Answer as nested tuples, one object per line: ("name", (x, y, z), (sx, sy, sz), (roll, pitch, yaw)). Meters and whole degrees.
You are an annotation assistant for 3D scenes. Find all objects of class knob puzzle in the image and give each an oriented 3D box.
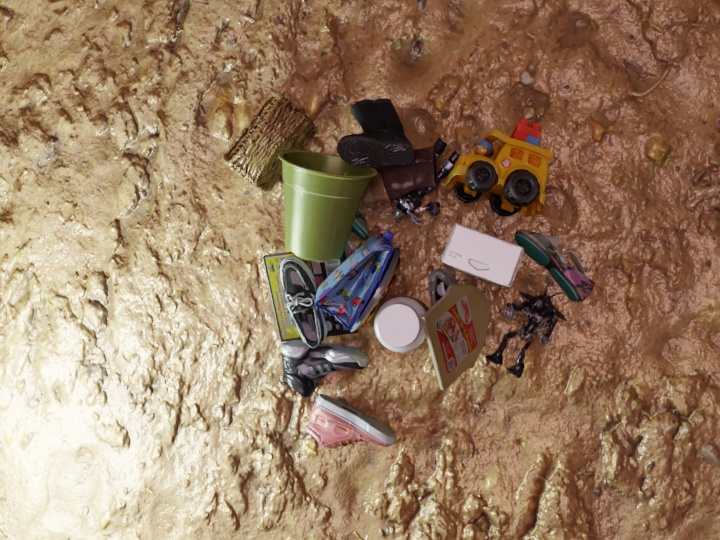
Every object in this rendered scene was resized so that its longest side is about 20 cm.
("knob puzzle", (0.200, 0.115, 1.472), (0.030, 0.218, 0.222), (10, 89, 45))

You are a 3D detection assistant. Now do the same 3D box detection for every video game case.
("video game case", (-0.108, 0.051, 1.574), (0.179, 0.026, 0.202), (-7, 106, 10))

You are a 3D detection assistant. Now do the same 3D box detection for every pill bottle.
("pill bottle", (0.089, 0.111, 1.477), (0.111, 0.200, 0.114), (0, 88, 10))

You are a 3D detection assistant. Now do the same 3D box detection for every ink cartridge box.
("ink cartridge box", (0.250, -0.025, 1.454), (0.145, 0.200, 0.084), (21, 91, 10))

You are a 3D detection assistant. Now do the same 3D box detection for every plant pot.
("plant pot", (-0.082, -0.126, 1.451), (0.198, 0.200, 0.192), (16, 110, 11))

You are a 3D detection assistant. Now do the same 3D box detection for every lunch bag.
("lunch bag", (0.000, 0.000, 1.458), (0.094, 0.151, 0.201), (35, 97, -7))

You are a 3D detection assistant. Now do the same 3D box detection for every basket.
("basket", (-0.219, -0.297, 1.582), (0.149, 0.143, 0.200), (40, 94, 9))

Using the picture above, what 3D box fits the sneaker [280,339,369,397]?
("sneaker", (-0.082, 0.220, 1.572), (0.198, 0.075, 0.115), (7, 98, 7))

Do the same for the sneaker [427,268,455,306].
("sneaker", (0.186, 0.094, 1.522), (0.074, 0.081, 0.202), (-18, 86, 7))

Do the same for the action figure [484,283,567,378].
("action figure", (0.347, 0.119, 1.481), (0.118, 0.102, 0.201), (31, 95, 22))

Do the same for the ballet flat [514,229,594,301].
("ballet flat", (0.410, -0.025, 1.499), (0.071, 0.069, 0.200), (-42, 85, -12))

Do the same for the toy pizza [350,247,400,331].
("toy pizza", (0.037, 0.044, 1.495), (0.032, 0.200, 0.201), (30, 93, -5))

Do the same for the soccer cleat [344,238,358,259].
("soccer cleat", (-0.056, -0.069, 1.583), (0.069, 0.078, 0.200), (-35, 101, 18))

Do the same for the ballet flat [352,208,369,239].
("ballet flat", (-0.045, -0.151, 1.585), (0.199, 0.074, 0.074), (37, 94, 6))

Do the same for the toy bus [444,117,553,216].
("toy bus", (0.294, -0.226, 1.481), (0.198, 0.136, 0.194), (17, 83, -4))

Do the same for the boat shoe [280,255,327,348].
("boat shoe", (-0.126, 0.069, 1.527), (0.073, 0.068, 0.201), (-12, 98, 9))

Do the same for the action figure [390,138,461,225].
("action figure", (0.136, -0.183, 1.553), (0.130, 0.069, 0.200), (40, 99, 3))

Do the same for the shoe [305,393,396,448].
("shoe", (-0.024, 0.353, 1.556), (0.199, 0.071, 0.092), (25, 93, 16))

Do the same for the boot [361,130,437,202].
("boot", (0.081, -0.237, 1.529), (0.165, 0.072, 0.202), (-13, 57, 17))

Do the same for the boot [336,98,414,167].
("boot", (0.013, -0.297, 1.490), (0.163, 0.201, 0.066), (4, 132, -20))
